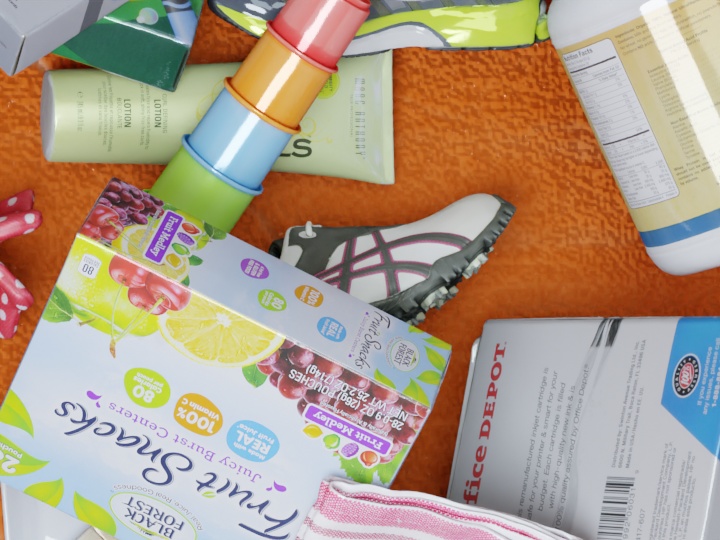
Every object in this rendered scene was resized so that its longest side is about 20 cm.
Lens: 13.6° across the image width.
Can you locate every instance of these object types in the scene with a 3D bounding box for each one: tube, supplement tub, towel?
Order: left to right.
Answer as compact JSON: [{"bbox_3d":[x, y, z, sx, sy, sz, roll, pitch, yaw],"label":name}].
[{"bbox_3d":[-0.077,-0.087,1.677,0.199,0.058,0.052,0,41,-15],"label":"tube"},{"bbox_3d":[0.021,0.197,1.575,0.146,0.201,0.030,14,36,-10],"label":"towel"},{"bbox_3d":[0.190,-0.114,1.670,0.144,0.145,0.201,-26,95,-13],"label":"supplement tub"}]

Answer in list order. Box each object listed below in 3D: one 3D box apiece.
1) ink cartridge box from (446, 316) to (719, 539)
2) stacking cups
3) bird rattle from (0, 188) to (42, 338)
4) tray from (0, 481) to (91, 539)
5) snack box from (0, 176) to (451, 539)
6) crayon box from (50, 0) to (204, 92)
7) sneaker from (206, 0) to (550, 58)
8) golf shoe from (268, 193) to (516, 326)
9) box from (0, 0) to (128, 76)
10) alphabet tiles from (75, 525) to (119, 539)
[{"bbox_3d":[0.145,0.104,1.608,0.084,0.199,0.147,19,77,-37],"label":"ink cartridge box"},{"bbox_3d":[-0.062,-0.071,1.633,0.060,0.061,0.200,36,100,-4],"label":"stacking cups"},{"bbox_3d":[-0.263,-0.029,1.583,0.200,0.163,0.113,34,95,5],"label":"bird rattle"},{"bbox_3d":[-0.098,0.123,1.654,0.199,0.022,0.108,-4,82,-11],"label":"tray"},{"bbox_3d":[-0.077,0.071,1.564,0.199,0.169,0.068,28,34,-2],"label":"snack box"},{"bbox_3d":[-0.178,-0.188,1.648,0.199,0.052,0.126,17,56,-7],"label":"crayon box"},{"bbox_3d":[0.010,-0.165,1.683,0.199,0.074,0.081,-5,104,-18],"label":"sneaker"},{"bbox_3d":[0.000,0.000,1.653,0.200,0.077,0.088,-35,82,-28],"label":"golf shoe"},{"bbox_3d":[-0.162,-0.213,1.613,0.156,0.041,0.200,46,56,11],"label":"box"},{"bbox_3d":[-0.089,0.152,1.638,0.200,0.008,0.167,-43,92,-14],"label":"alphabet tiles"}]
